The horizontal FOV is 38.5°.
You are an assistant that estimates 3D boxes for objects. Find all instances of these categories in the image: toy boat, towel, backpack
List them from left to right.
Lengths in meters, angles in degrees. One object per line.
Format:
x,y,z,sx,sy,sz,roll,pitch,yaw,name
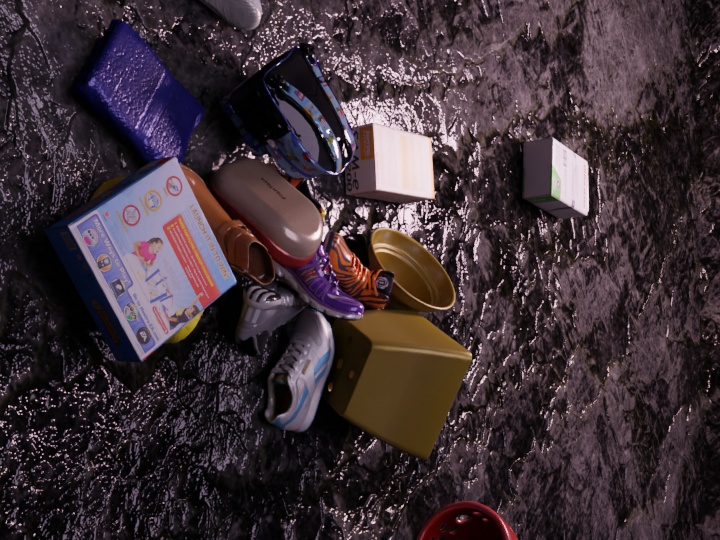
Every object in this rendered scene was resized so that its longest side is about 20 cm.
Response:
-0.318,-0.243,1.484,0.200,0.049,0.148,50,45,-39,towel
-0.158,-0.073,1.613,0.200,0.131,0.130,41,33,14,toy boat
-0.104,-0.237,1.657,0.200,0.134,0.183,55,33,-17,backpack

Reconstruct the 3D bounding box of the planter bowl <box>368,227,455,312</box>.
0.074,0.021,1.907,0.200,0.084,0.201,32,28,-20,planter bowl

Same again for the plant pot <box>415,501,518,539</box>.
0.221,0.564,1.965,0.183,0.199,0.201,48,48,-49,plant pot

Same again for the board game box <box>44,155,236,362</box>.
-0.281,-0.017,1.352,0.196,0.056,0.201,-42,117,-42,board game box

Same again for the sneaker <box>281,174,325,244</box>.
-0.091,-0.068,1.722,0.070,0.090,0.201,-46,120,-46,sneaker

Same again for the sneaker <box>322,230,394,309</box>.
0.000,0.000,1.764,0.200,0.111,0.078,69,33,-59,sneaker

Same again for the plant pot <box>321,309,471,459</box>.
0.035,0.175,1.741,0.176,0.200,0.201,16,101,-33,plant pot

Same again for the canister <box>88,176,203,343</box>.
-0.301,-0.015,1.435,0.200,0.086,0.149,47,51,-36,canister

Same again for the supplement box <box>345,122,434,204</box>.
0.055,-0.199,1.955,0.200,0.073,0.127,5,81,-53,supplement box

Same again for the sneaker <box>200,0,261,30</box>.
-0.235,-0.458,1.623,0.200,0.072,0.073,40,19,-35,sneaker

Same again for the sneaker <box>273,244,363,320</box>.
-0.069,0.007,1.658,0.084,0.200,0.081,-53,164,12,sneaker

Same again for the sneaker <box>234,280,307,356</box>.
-0.152,0.080,1.651,0.116,0.075,0.200,-68,161,7,sneaker

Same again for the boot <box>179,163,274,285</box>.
-0.206,-0.067,1.492,0.074,0.155,0.200,-48,137,-8,boot

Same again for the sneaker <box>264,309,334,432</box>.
-0.100,0.160,1.669,0.081,0.076,0.201,22,76,-53,sneaker

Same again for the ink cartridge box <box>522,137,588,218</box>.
0.479,-0.221,2.521,0.200,0.084,0.147,21,68,-50,ink cartridge box
